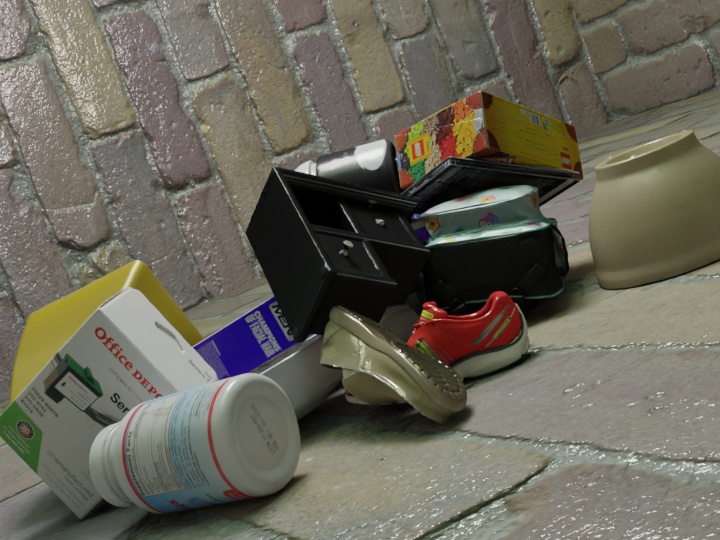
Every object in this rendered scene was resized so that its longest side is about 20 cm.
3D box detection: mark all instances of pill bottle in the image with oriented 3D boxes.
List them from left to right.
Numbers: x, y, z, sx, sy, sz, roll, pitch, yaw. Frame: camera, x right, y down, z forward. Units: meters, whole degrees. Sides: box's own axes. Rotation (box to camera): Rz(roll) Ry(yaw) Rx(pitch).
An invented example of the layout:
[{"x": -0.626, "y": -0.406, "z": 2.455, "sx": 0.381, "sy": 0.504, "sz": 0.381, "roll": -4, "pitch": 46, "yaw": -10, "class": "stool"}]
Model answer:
[{"x": -0.160, "y": 0.168, "z": 1.049, "sx": 0.198, "sy": 0.110, "sz": 0.108, "roll": -18, "pitch": 7, "yaw": 36, "class": "pill bottle"}]

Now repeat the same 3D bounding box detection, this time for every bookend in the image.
[{"x": 0.000, "y": -0.007, "z": 1.232, "sx": 0.196, "sy": 0.093, "sz": 0.201, "roll": 10, "pitch": 31, "yaw": -30, "class": "bookend"}]

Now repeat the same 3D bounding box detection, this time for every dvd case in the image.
[{"x": 0.156, "y": -0.100, "z": 1.417, "sx": 0.198, "sy": 0.016, "sz": 0.148, "roll": 4, "pitch": -21, "yaw": -28, "class": "dvd case"}]

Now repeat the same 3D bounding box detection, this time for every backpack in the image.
[{"x": 0.164, "y": -0.022, "z": 1.365, "sx": 0.173, "sy": 0.156, "sz": 0.200, "roll": -12, "pitch": -5, "yaw": 15, "class": "backpack"}]

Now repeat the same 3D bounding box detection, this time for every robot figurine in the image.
[{"x": -0.002, "y": -0.101, "z": 1.507, "sx": 0.197, "sy": 0.126, "sz": 0.151, "roll": -14, "pitch": -31, "yaw": 9, "class": "robot figurine"}]

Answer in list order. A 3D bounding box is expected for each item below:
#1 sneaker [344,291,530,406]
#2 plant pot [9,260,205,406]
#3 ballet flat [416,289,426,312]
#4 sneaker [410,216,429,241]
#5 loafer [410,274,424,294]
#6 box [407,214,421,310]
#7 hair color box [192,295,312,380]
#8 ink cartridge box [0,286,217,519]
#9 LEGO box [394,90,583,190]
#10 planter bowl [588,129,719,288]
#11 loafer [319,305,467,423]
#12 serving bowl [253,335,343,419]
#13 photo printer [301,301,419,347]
[{"x": 0.071, "y": 0.077, "z": 1.139, "sx": 0.198, "sy": 0.086, "sz": 0.077, "roll": -22, "pitch": 5, "yaw": 1, "class": "sneaker"}, {"x": -0.310, "y": 0.145, "z": 1.372, "sx": 0.198, "sy": 0.201, "sz": 0.177, "roll": -24, "pitch": 26, "yaw": 23, "class": "plant pot"}, {"x": 0.170, "y": 0.004, "z": 1.539, "sx": 0.198, "sy": 0.064, "sz": 0.067, "roll": -22, "pitch": 5, "yaw": -2, "class": "ballet flat"}, {"x": 0.109, "y": -0.022, "z": 1.487, "sx": 0.199, "sy": 0.099, "sz": 0.070, "roll": -35, "pitch": -31, "yaw": -26, "class": "sneaker"}, {"x": 0.000, "y": 0.000, "z": 1.417, "sx": 0.198, "sy": 0.073, "sz": 0.072, "roll": 2, "pitch": 16, "yaw": 45, "class": "loafer"}, {"x": -0.001, "y": -0.011, "z": 1.638, "sx": 0.198, "sy": 0.185, "sz": 0.106, "roll": -22, "pitch": 48, "yaw": -4, "class": "box"}, {"x": -0.136, "y": 0.088, "z": 1.291, "sx": 0.199, "sy": 0.065, "sz": 0.109, "roll": -33, "pitch": -1, "yaw": 12, "class": "hair color box"}, {"x": -0.272, "y": 0.140, "z": 1.199, "sx": 0.200, "sy": 0.146, "sz": 0.084, "roll": -45, "pitch": 1, "yaw": 20, "class": "ink cartridge box"}, {"x": 0.166, "y": -0.146, "z": 1.435, "sx": 0.198, "sy": 0.078, "sz": 0.148, "roll": 10, "pitch": -24, "yaw": -43, "class": "LEGO box"}, {"x": 0.349, "y": -0.080, "z": 1.296, "sx": 0.198, "sy": 0.136, "sz": 0.200, "roll": -21, "pitch": 6, "yaw": 2, "class": "planter bowl"}, {"x": 0.027, "y": 0.099, "z": 1.062, "sx": 0.075, "sy": 0.069, "sz": 0.200, "roll": 21, "pitch": 8, "yaw": -36, "class": "loafer"}, {"x": -0.088, "y": 0.134, "z": 1.232, "sx": 0.199, "sy": 0.066, "sz": 0.200, "roll": -32, "pitch": 0, "yaw": 0, "class": "serving bowl"}, {"x": -0.035, "y": 0.078, "z": 1.443, "sx": 0.165, "sy": 0.070, "sz": 0.200, "roll": -20, "pitch": 14, "yaw": -20, "class": "photo printer"}]
